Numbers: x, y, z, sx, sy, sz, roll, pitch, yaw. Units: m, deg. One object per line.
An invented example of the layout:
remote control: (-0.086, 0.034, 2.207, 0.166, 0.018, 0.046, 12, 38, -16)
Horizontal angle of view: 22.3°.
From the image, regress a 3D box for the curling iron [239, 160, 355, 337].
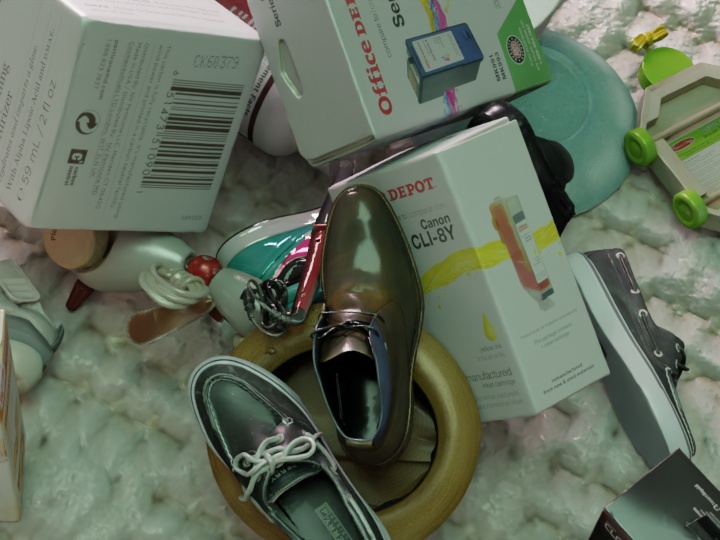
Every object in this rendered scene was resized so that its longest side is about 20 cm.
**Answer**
curling iron: (-0.037, -0.023, 1.355, 0.049, 0.026, 0.200, 27, 44, 0)

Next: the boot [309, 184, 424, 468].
boot: (0.005, 0.034, 1.252, 0.074, 0.097, 0.201, -6, 83, 6)

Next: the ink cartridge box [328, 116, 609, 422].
ink cartridge box: (0.076, 0.005, 1.334, 0.083, 0.145, 0.201, -24, 96, -35)

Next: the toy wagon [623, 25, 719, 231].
toy wagon: (0.295, -0.121, 1.539, 0.155, 0.040, 0.200, -26, 67, -23)

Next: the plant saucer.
plant saucer: (0.141, -0.136, 1.536, 0.200, 0.039, 0.202, 3, 61, -5)

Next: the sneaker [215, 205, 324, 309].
sneaker: (0.000, 0.000, 1.416, 0.199, 0.084, 0.121, -22, 60, -9)

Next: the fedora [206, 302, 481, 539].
fedora: (-0.011, 0.119, 1.335, 0.200, 0.082, 0.202, -1, 82, 7)

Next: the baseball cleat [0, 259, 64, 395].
baseball cleat: (-0.323, 0.024, 1.389, 0.199, 0.070, 0.107, 28, 54, -1)

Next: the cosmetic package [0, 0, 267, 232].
cosmetic package: (-0.207, -0.146, 1.368, 0.165, 0.165, 0.200, 0, 28, -42)

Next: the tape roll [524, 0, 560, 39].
tape roll: (0.072, -0.260, 1.514, 0.201, 0.071, 0.203, 2, 73, -7)

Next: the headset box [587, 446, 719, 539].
headset box: (0.225, 0.224, 1.247, 0.077, 0.200, 0.149, -35, 68, -22)

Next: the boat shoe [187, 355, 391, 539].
boat shoe: (-0.053, 0.140, 1.259, 0.073, 0.068, 0.200, -34, 80, 0)

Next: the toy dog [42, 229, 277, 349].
toy dog: (-0.159, 0.016, 1.383, 0.132, 0.097, 0.200, 0, 28, -45)

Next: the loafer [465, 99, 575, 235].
loafer: (0.128, -0.078, 1.408, 0.070, 0.201, 0.068, -42, 63, -8)

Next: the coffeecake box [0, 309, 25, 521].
coffeecake box: (-0.315, 0.103, 1.259, 0.153, 0.200, 0.073, 1, 60, -6)

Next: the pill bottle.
pill bottle: (-0.081, -0.166, 1.487, 0.200, 0.113, 0.113, 35, 63, 12)

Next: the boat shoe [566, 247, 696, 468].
boat shoe: (0.220, 0.065, 1.418, 0.066, 0.070, 0.200, -17, 56, -13)

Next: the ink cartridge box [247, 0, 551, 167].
ink cartridge box: (0.030, -0.175, 1.357, 0.200, 0.087, 0.146, -20, 91, -39)
